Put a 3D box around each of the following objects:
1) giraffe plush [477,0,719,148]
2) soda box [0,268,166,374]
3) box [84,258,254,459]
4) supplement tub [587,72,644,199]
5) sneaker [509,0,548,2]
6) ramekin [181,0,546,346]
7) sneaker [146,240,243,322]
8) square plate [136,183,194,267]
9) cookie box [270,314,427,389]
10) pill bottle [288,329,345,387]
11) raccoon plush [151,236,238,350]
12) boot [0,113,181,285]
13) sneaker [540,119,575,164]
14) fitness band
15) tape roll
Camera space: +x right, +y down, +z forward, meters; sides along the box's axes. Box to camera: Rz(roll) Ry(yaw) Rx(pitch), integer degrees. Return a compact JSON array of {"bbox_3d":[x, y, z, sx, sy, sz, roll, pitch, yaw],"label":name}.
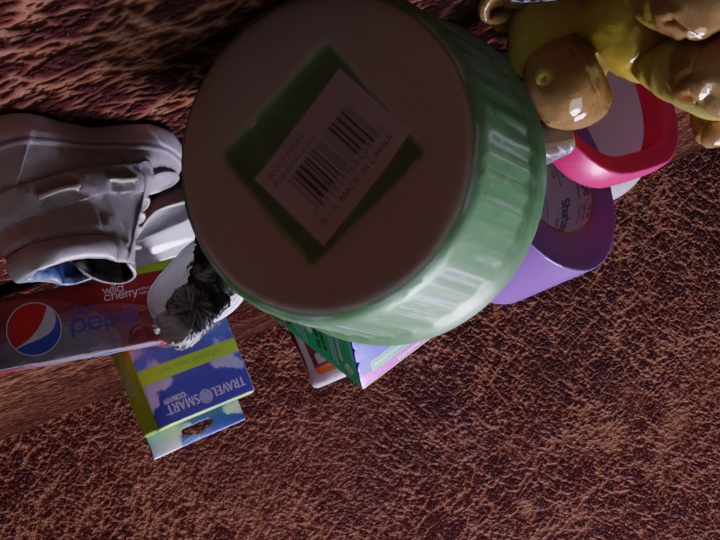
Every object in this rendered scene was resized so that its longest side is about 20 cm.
[{"bbox_3d":[0.170,-0.161,0.684,0.161,0.173,0.201,-14,-147,23],"label":"giraffe plush"},{"bbox_3d":[-0.272,0.050,0.960,0.199,0.071,0.063,-10,175,-12],"label":"soda box"},{"bbox_3d":[-0.195,0.078,1.046,0.121,0.201,0.048,-19,174,-37],"label":"box"},{"bbox_3d":[0.213,-0.128,1.052,0.145,0.146,0.200,-22,175,-15],"label":"supplement tub"},{"bbox_3d":[0.139,-0.190,0.472,0.199,0.080,0.095,-27,176,38],"label":"sneaker"},{"bbox_3d":[-0.003,-0.058,0.566,0.199,0.201,0.098,-25,167,19],"label":"ramekin"},{"bbox_3d":[-0.118,-0.017,0.894,0.199,0.078,0.099,-34,166,12],"label":"sneaker"},{"bbox_3d":[-0.132,-0.056,0.921,0.197,0.029,0.200,-19,174,-33],"label":"square plate"},{"bbox_3d":[0.000,0.000,0.996,0.171,0.076,0.200,-34,-139,-21],"label":"cookie box"},{"bbox_3d":[-0.045,0.033,1.248,0.114,0.201,0.114,-22,176,-2],"label":"pill bottle"},{"bbox_3d":[-0.085,-0.038,0.784,0.200,0.097,0.134,-47,170,9],"label":"raccoon plush"},{"bbox_3d":[-0.161,-0.035,0.618,0.073,0.096,0.200,-25,175,22],"label":"boot"},{"bbox_3d":[0.065,-0.108,0.718,0.199,0.083,0.075,0,170,-22],"label":"sneaker"},{"bbox_3d":[0.203,-0.143,0.858,0.199,0.144,0.037,-18,174,-45],"label":"fitness band"},{"bbox_3d":[0.127,-0.079,0.867,0.085,0.201,0.199,-28,173,40],"label":"tape roll"}]
